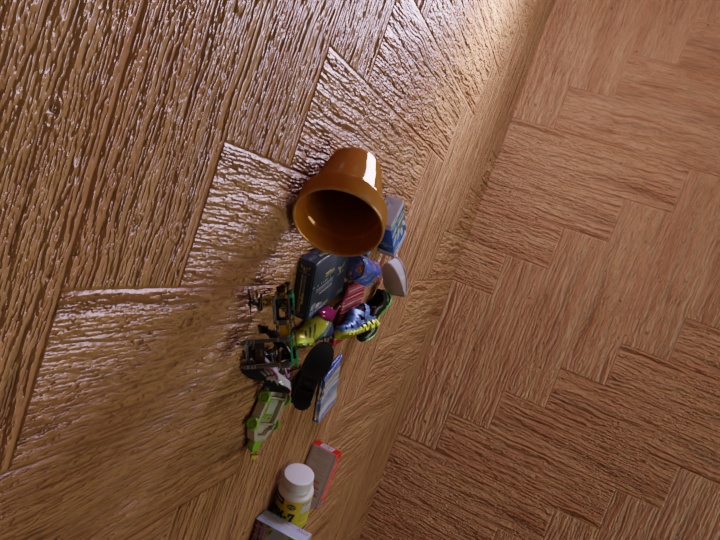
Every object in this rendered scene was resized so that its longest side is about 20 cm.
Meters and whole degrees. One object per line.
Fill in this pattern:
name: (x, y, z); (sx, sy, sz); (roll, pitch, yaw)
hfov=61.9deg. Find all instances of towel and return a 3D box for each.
towel: (-0.039, 0.128, 1.865); (0.144, 0.022, 0.202); (-23, 130, -64)
towel: (-0.103, 0.388, 1.967); (0.147, 0.024, 0.201); (-46, 151, -54)

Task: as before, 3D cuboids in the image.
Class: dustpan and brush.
dustpan and brush: (0.116, -0.019, 2.060); (0.057, 0.139, 0.202); (-20, 102, -25)

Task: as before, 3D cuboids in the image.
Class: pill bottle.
pill bottle: (-0.208, 0.710, 1.867); (0.114, 0.113, 0.202); (-34, 141, -61)

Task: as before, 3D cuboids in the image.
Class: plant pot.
plant pot: (-0.030, -0.165, 1.312); (0.201, 0.198, 0.184); (90, 12, -50)

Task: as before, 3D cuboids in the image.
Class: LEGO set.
LEGO set: (-0.198, 0.126, 1.259); (0.154, 0.115, 0.202); (-95, -179, -84)

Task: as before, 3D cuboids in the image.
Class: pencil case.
pencil case: (0.000, 0.000, 1.745); (0.086, 0.078, 0.200); (-32, 167, 10)

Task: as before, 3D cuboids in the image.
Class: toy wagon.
toy wagon: (-0.242, 0.374, 1.509); (0.201, 0.039, 0.155); (-66, 162, -8)

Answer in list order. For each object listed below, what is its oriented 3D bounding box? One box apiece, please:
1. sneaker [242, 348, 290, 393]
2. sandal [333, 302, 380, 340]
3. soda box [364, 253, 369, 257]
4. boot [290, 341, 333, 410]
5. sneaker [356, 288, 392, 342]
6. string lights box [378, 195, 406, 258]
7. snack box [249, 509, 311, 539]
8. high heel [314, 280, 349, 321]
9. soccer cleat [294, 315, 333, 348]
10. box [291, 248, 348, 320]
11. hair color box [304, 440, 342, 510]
sneaker: (-0.213, 0.214, 1.389); (0.200, 0.080, 0.087); (74, 17, -60)
sandal: (-0.022, 0.155, 1.823); (0.199, 0.079, 0.088); (-16, 87, -57)
soda box: (-0.006, -0.118, 1.604); (0.065, 0.067, 0.200); (-62, 161, -21)
boot: (-0.141, 0.273, 1.595); (0.201, 0.069, 0.174); (-64, -171, -4)
sneaker: (0.034, 0.150, 2.055); (0.084, 0.076, 0.201); (40, 71, -45)
string lights box: (0.097, -0.136, 1.907); (0.200, 0.059, 0.103); (76, 38, -62)
snack box: (-0.254, 0.851, 1.798); (0.068, 0.167, 0.202); (-18, 128, -69)
high heel: (-0.077, 0.076, 1.612); (0.097, 0.067, 0.200); (-62, 179, 9)
soccer cleat: (-0.135, 0.156, 1.575); (0.200, 0.064, 0.085); (-10, 91, -65)
box: (-0.096, 0.014, 1.514); (0.200, 0.051, 0.159); (-39, 145, -57)
hair color box: (-0.147, 0.701, 2.062); (0.202, 0.101, 0.061); (-69, 162, 2)
